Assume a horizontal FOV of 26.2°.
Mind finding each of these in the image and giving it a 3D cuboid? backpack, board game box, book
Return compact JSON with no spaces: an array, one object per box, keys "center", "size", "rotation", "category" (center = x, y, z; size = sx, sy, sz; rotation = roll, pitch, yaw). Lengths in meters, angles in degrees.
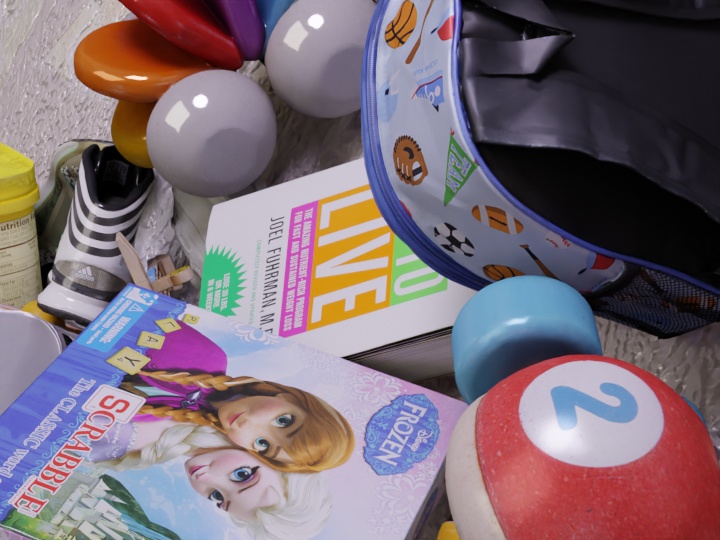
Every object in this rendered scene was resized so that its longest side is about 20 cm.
[{"center":[0.091,-0.070,0.683],"size":[0.154,0.190,0.201],"rotation":[-25,56,45],"category":"backpack"},{"center":[-0.068,0.098,0.731],"size":[0.200,0.198,0.041],"rotation":[-55,-19,-56],"category":"board game box"},{"center":[0.000,0.000,0.850],"size":[0.199,0.048,0.134],"rotation":[-17,54,28],"category":"book"}]

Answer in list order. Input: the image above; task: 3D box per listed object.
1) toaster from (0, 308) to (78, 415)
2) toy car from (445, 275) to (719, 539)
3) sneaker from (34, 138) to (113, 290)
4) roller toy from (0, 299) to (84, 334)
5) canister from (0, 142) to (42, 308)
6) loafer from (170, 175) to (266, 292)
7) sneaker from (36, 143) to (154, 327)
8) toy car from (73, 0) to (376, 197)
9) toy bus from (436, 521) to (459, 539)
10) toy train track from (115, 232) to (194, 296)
[{"center":[-0.243,0.082,0.869],"size":[0.181,0.198,0.120],"rotation":[108,167,-83],"category":"toaster"},{"center":[0.152,0.073,0.567],"size":[0.199,0.177,0.185],"rotation":[-33,36,24],"category":"toy car"},{"center":[-0.215,-0.033,1.194],"size":[0.200,0.076,0.089],"rotation":[-37,56,48],"category":"sneaker"},{"center":[-0.232,0.089,1.050],"size":[0.182,0.199,0.141],"rotation":[16,87,44],"category":"roller toy"},{"center":[-0.299,0.009,1.190],"size":[0.148,0.086,0.202],"rotation":[25,123,50],"category":"canister"},{"center":[-0.075,-0.007,0.991],"size":[0.200,0.069,0.070],"rotation":[60,136,50],"category":"loafer"},{"center":[-0.169,-0.028,1.073],"size":[0.201,0.075,0.116],"rotation":[-134,64,-82],"category":"sneaker"},{"center":[-0.089,-0.159,0.975],"size":[0.199,0.150,0.175],"rotation":[-34,38,-3],"category":"toy car"},{"center":[0.042,0.221,0.715],"size":[0.078,0.065,0.202],"rotation":[-12,65,52],"category":"toy bus"},{"center":[-0.114,0.017,0.961],"size":[0.032,0.115,0.200],"rotation":[-23,14,-3],"category":"toy train track"}]
